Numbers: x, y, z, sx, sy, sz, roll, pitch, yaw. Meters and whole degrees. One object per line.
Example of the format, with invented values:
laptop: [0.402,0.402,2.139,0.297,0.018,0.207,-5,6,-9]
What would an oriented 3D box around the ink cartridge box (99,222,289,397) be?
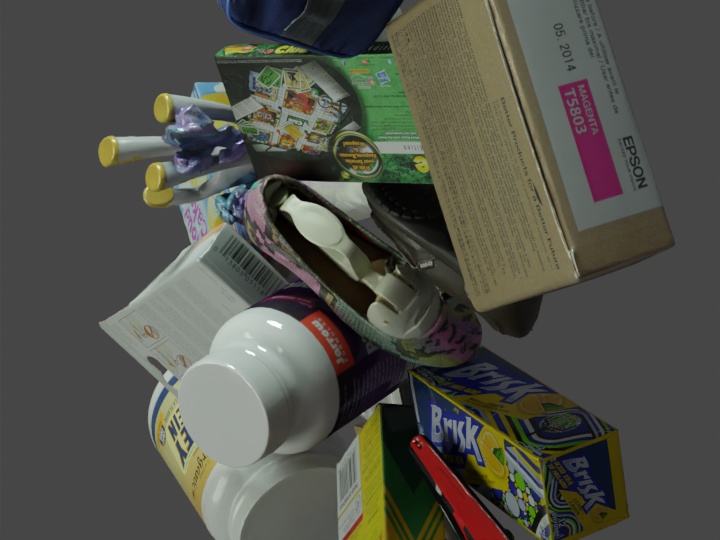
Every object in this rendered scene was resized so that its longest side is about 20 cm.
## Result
ink cartridge box: [-0.106,0.057,1.771,0.162,0.050,0.200,44,149,-11]

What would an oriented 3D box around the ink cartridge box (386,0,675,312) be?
ink cartridge box: [0.101,-0.086,1.340,0.165,0.075,0.201,-21,86,69]

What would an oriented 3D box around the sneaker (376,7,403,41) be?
sneaker: [-0.030,-0.171,1.558,0.074,0.115,0.201,-25,84,68]

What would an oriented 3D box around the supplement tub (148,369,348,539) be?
supplement tub: [-0.093,0.168,1.956,0.200,0.144,0.145,49,150,47]

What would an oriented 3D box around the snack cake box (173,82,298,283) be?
snack cake box: [-0.099,-0.052,1.830,0.200,0.067,0.115,-111,30,-42]

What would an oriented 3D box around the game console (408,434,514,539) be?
game console: [0.109,0.223,1.543,0.177,0.031,0.200,55,174,43]

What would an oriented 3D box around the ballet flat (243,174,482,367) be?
ballet flat: [0.000,0.000,1.539,0.200,0.069,0.071,37,169,5]

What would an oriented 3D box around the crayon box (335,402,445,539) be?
crayon box: [0.023,0.217,1.641,0.127,0.051,0.201,121,151,-58]

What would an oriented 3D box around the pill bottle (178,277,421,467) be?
pill bottle: [-0.041,0.067,1.592,0.111,0.200,0.112,16,119,31]

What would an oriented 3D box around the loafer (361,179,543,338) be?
loafer: [0.060,-0.013,1.507,0.200,0.073,0.072,-133,31,-51]

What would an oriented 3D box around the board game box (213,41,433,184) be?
board game box: [-0.004,-0.109,1.508,0.199,0.023,0.105,4,122,35]

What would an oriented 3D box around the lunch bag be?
lunch bag: [-0.015,-0.242,1.378,0.200,0.136,0.132,-56,46,26]

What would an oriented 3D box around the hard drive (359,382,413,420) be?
hard drive: [0.000,0.052,1.773,0.200,0.038,0.140,26,131,62]

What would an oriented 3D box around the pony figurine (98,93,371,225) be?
pony figurine: [-0.074,-0.102,1.669,0.193,0.199,0.167,-29,70,55]

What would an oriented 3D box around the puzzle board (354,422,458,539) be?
puzzle board: [0.059,0.204,1.765,0.200,0.017,0.151,8,117,69]

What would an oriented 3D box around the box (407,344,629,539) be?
box: [0.106,0.118,1.507,0.200,0.064,0.070,31,135,61]
